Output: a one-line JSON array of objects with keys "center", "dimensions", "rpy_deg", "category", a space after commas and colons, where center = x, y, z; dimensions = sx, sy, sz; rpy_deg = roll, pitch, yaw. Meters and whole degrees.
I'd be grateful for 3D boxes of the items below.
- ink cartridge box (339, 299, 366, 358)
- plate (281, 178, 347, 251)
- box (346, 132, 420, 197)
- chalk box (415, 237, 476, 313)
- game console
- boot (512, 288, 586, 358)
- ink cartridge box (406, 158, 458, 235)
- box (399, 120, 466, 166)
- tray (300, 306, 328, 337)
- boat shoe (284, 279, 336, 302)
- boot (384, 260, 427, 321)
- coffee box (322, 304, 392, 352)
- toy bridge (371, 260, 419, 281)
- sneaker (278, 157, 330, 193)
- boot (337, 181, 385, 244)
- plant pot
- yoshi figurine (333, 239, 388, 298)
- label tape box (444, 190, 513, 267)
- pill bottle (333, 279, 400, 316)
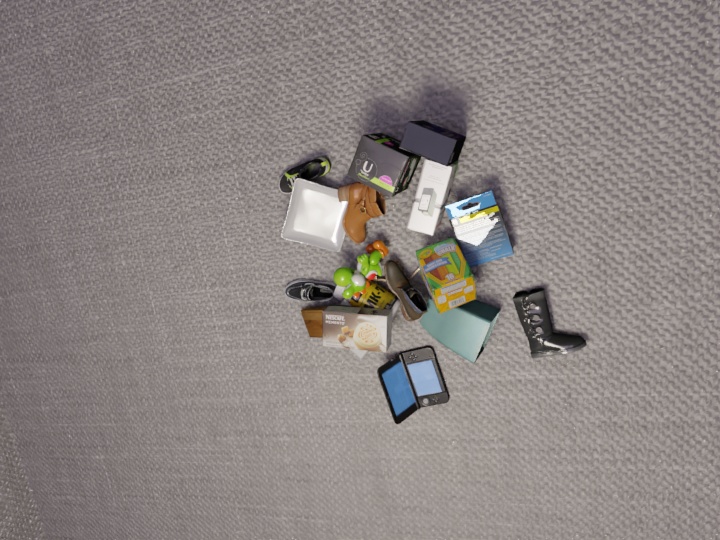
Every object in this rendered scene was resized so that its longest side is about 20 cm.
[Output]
[{"center": [-0.016, 0.180, 1.756], "dimensions": [0.160, 0.047, 0.200], "rpy_deg": [40, 141, 6], "category": "ink cartridge box"}, {"center": [-0.133, -0.174, 1.721], "dimensions": [0.198, 0.032, 0.202], "rpy_deg": [13, 110, -13], "category": "plate"}, {"center": [0.073, -0.305, 1.556], "dimensions": [0.148, 0.200, 0.125], "rpy_deg": [27, 111, 9], "category": "box"}, {"center": [0.240, -0.003, 1.588], "dimensions": [0.124, 0.201, 0.124], "rpy_deg": [-21, 140, 0], "category": "chalk box"}, {"center": [0.172, 0.368, 1.751], "dimensions": [0.171, 0.119, 0.202], "rpy_deg": [-16, 100, 22], "category": "game console"}, {"center": [0.552, 0.145, 1.596], "dimensions": [0.163, 0.066, 0.202], "rpy_deg": [-16, 94, 20], "category": "boot"}, {"center": [0.207, -0.217, 1.564], "dimensions": [0.083, 0.145, 0.202], "rpy_deg": [18, 110, 11], "category": "ink cartridge box"}, {"center": [0.202, -0.353, 1.498], "dimensions": [0.140, 0.200, 0.080], "rpy_deg": [21, 111, 11], "category": "box"}, {"center": [-0.122, 0.170, 1.783], "dimensions": [0.199, 0.037, 0.099], "rpy_deg": [-7, 105, 56], "category": "tray"}, {"center": [-0.169, 0.073, 1.812], "dimensions": [0.198, 0.068, 0.072], "rpy_deg": [2, 105, 18], "category": "boat shoe"}, {"center": [0.142, 0.052, 1.644], "dimensions": [0.201, 0.074, 0.097], "rpy_deg": [64, 154, 2], "category": "boot"}, {"center": [-0.010, 0.171, 1.633], "dimensions": [0.198, 0.080, 0.116], "rpy_deg": [5, 103, 14], "category": "coffee box"}, {"center": [0.124, 0.004, 1.717], "dimensions": [0.198, 0.027, 0.068], "rpy_deg": [-19, 99, 21], "category": "toy bridge"}, {"center": [-0.186, -0.302, 1.708], "dimensions": [0.199, 0.083, 0.072], "rpy_deg": [-25, 95, 23], "category": "sneaker"}, {"center": [0.016, -0.168, 1.642], "dimensions": [0.154, 0.074, 0.201], "rpy_deg": [5, 124, 40], "category": "boot"}, {"center": [0.292, 0.155, 1.644], "dimensions": [0.199, 0.141, 0.142], "rpy_deg": [25, 111, 19], "category": "plant pot"}, {"center": [-0.010, -0.011, 1.664], "dimensions": [0.111, 0.201, 0.113], "rpy_deg": [21, 152, 34], "category": "yoshi figurine"}, {"center": [0.343, -0.125, 1.573], "dimensions": [0.143, 0.063, 0.201], "rpy_deg": [-16, 108, 21], "category": "label tape box"}, {"center": [0.022, 0.091, 1.728], "dimensions": [0.199, 0.114, 0.115], "rpy_deg": [30, 112, 8], "category": "pill bottle"}]
